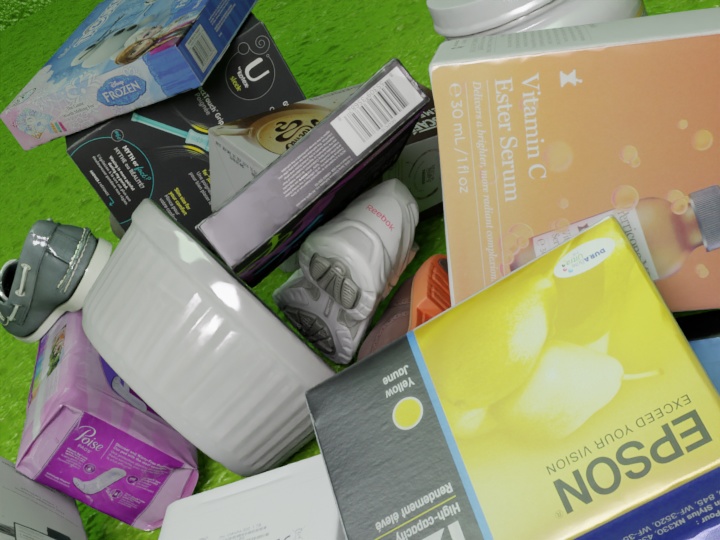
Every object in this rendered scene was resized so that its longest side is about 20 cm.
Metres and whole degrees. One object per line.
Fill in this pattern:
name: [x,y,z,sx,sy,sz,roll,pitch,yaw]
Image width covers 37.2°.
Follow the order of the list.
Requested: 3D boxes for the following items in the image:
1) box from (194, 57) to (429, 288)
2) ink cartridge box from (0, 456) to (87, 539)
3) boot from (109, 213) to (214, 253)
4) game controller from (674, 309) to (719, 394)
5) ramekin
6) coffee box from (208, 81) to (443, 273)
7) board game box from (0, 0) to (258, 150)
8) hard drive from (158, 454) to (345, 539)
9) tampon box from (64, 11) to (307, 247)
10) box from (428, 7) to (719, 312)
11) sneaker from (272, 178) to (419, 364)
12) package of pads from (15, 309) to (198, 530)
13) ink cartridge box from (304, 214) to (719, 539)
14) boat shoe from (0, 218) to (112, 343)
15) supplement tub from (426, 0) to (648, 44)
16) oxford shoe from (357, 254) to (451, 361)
box: [-0.029,-0.051,0.664,0.143,0.036,0.200,-41,0,-4]
ink cartridge box: [-0.231,0.223,0.649,0.147,0.084,0.200,-55,27,0]
boot: [-0.243,-0.010,1.094,0.131,0.068,0.199,-44,32,-20]
game controller: [0.155,0.074,0.599,0.198,0.042,0.105,-14,33,31]
ramekin: [-0.101,0.054,0.733,0.094,0.202,0.202,-48,30,-4]
coffee box: [-0.010,-0.085,0.865,0.198,0.081,0.113,-22,41,-32]
board game box: [-0.189,-0.201,0.932,0.197,0.044,0.201,-15,35,29]
hard drive: [-0.069,0.195,0.573,0.130,0.026,0.201,-21,33,21]
tampon box: [-0.148,-0.124,0.977,0.198,0.151,0.126,-33,30,-3]
box: [0.146,-0.062,0.617,0.197,0.155,0.106,-5,17,10]
sneaker: [0.000,0.000,0.766,0.099,0.078,0.200,-47,-1,-24]
package of pads: [-0.187,0.095,0.813,0.076,0.120,0.201,-50,26,15]
ink cartridge box: [0.083,0.101,0.522,0.196,0.047,0.202,-30,50,10]
boat shoe: [-0.249,0.004,0.814,0.199,0.061,0.074,-21,46,56]
supplement tub: [0.141,-0.122,0.741,0.144,0.202,0.146,-24,24,11]
oxford shoe: [0.031,0.075,0.710,0.073,0.071,0.201,-37,17,35]
